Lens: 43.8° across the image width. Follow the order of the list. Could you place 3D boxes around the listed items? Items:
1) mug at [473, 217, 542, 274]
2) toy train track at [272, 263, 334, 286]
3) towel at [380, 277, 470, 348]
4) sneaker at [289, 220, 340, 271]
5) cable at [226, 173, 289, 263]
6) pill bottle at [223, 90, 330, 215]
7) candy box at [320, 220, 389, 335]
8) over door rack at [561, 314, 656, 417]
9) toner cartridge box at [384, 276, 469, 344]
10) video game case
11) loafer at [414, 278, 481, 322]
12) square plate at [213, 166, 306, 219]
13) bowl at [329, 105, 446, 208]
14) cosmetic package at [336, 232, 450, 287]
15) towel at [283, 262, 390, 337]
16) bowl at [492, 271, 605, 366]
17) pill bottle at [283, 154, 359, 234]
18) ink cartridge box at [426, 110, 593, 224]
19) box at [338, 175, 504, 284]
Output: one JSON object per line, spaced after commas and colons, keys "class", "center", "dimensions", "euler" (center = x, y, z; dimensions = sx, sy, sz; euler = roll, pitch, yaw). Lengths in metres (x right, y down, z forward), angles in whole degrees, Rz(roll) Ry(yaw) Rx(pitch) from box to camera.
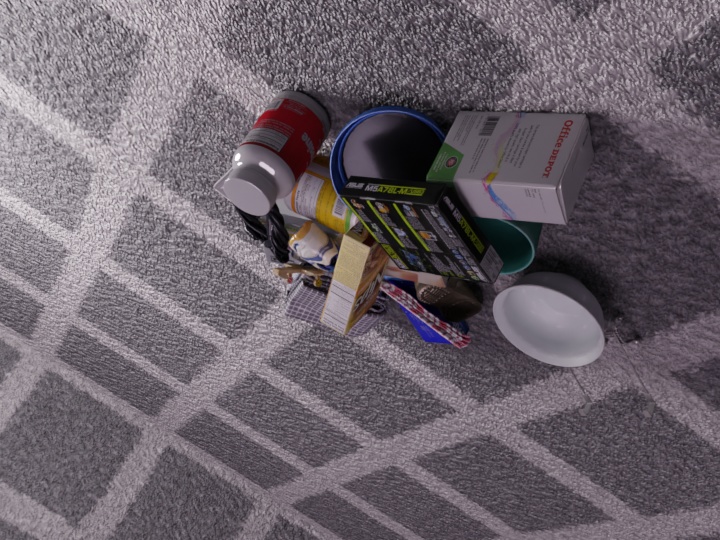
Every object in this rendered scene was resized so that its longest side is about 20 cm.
{"class": "mug", "center": [0.196, -0.087, 1.421], "dimensions": [0.185, 0.115, 0.152], "euler": [16, 148, 9]}
{"class": "toy train track", "center": [-0.068, 0.010, 1.653], "dimensions": [0.200, 0.033, 0.115], "euler": [-2, -169, -31]}
{"class": "towel", "center": [0.109, 0.071, 1.687], "dimensions": [0.200, 0.030, 0.146], "euler": [37, 179, -12]}
{"class": "sneaker", "center": [-0.074, -0.029, 1.620], "dimensions": [0.088, 0.075, 0.200], "euler": [41, 180, 5]}
{"class": "cable", "center": [-0.182, -0.096, 1.617], "dimensions": [0.163, 0.051, 0.200], "euler": [53, 161, 23]}
{"class": "pill bottle", "center": [-0.139, -0.191, 1.471], "dimensions": [0.112, 0.200, 0.112], "euler": [21, 149, 13]}
{"class": "candy box", "center": [0.000, 0.000, 1.524], "dimensions": [0.055, 0.115, 0.200], "euler": [29, 131, 16]}
{"class": "over door rack", "center": [0.443, 0.170, 1.640], "dimensions": [0.148, 0.067, 0.200], "euler": [-9, 112, 46]}
{"class": "toner cartridge box", "center": [0.132, 0.069, 1.785], "dimensions": [0.095, 0.043, 0.200], "euler": [1, 139, 38]}
{"class": "video game case", "center": [-0.102, -0.048, 1.781], "dimensions": [0.200, 0.022, 0.182], "euler": [13, 153, 9]}
{"class": "loafer", "center": [0.164, 0.039, 1.677], "dimensions": [0.076, 0.068, 0.200], "euler": [-28, 148, 20]}
{"class": "square plate", "center": [-0.167, -0.144, 1.732], "dimensions": [0.200, 0.028, 0.198], "euler": [37, 149, -14]}
{"class": "bowl", "center": [0.052, -0.167, 1.425], "dimensions": [0.200, 0.039, 0.201], "euler": [3, 121, 5]}
{"class": "cosmetic package", "center": [0.073, -0.047, 1.606], "dimensions": [0.200, 0.103, 0.087], "euler": [13, 145, 27]}
{"class": "towel", "center": [-0.054, 0.063, 1.850], "dimensions": [0.200, 0.086, 0.166], "euler": [20, 157, -9]}
{"class": "bowl", "center": [0.340, 0.068, 1.559], "dimensions": [0.201, 0.090, 0.201], "euler": [23, 145, 17]}
{"class": "pill bottle", "center": [-0.064, -0.139, 1.566], "dimensions": [0.200, 0.111, 0.111], "euler": [25, 150, 19]}
{"class": "ink cartridge box", "center": [0.218, -0.151, 1.291], "dimensions": [0.200, 0.145, 0.084], "euler": [8, 145, 31]}
{"class": "box", "center": [0.093, -0.061, 1.359], "dimensions": [0.193, 0.048, 0.200], "euler": [12, 153, 44]}
